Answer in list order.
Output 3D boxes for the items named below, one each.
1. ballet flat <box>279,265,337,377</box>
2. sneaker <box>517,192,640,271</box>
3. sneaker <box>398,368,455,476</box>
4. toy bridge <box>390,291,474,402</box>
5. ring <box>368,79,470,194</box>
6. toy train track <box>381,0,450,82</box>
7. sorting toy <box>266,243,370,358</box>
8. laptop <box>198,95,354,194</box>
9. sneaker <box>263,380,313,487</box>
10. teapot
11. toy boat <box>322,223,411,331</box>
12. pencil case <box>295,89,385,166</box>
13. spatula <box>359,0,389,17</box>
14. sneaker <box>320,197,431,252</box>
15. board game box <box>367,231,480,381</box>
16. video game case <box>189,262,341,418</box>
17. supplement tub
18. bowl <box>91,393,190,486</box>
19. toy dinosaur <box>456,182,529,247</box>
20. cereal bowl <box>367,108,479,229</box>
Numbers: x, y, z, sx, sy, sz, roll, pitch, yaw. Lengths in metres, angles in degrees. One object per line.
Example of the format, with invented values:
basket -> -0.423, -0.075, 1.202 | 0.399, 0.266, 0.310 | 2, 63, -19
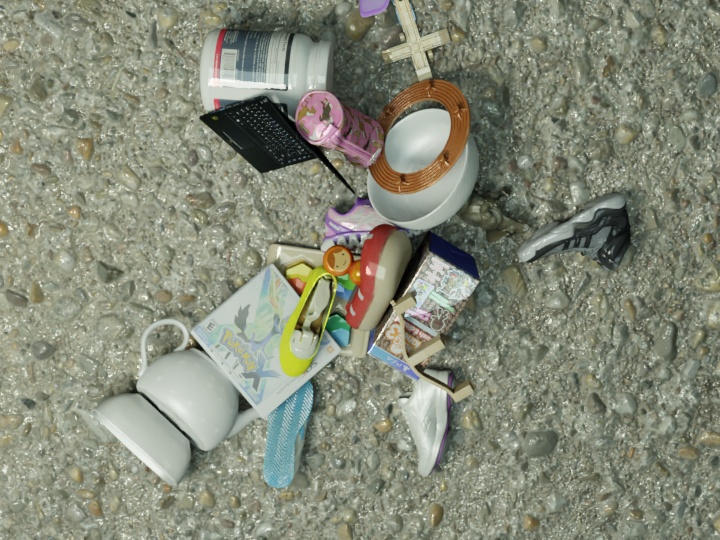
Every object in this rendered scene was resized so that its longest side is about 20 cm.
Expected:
ballet flat -> -0.086, 0.087, 1.581 | 0.066, 0.067, 0.201 | 20, 89, -16
sneaker -> 0.371, -0.039, 1.571 | 0.199, 0.076, 0.114 | -29, 99, 6
sneaker -> 0.114, 0.268, 1.679 | 0.099, 0.075, 0.201 | 9, 101, 15
toy bridge -> 0.103, 0.128, 1.492 | 0.067, 0.027, 0.200 | -32, 104, 10
ring -> 0.088, -0.217, 1.502 | 0.201, 0.201, 0.019 | -48, 137, 13
toy train track -> 0.076, -0.405, 1.521 | 0.114, 0.033, 0.201 | -18, 101, 8
sorting toy -> -0.075, 0.056, 1.645 | 0.199, 0.036, 0.186 | 9, 105, 1
laptop -> -0.131, -0.183, 1.481 | 0.199, 0.104, 0.177 | -11, 148, 27
sneaker -> -0.133, 0.286, 1.691 | 0.076, 0.081, 0.201 | 14, 85, 2
teapot -> -0.286, 0.204, 1.641 | 0.197, 0.200, 0.146 | 27, 64, 31
toy boat -> 0.000, 0.000, 1.525 | 0.130, 0.131, 0.200 | 25, 145, 0
pencil case -> -0.029, -0.217, 1.449 | 0.086, 0.200, 0.083 | 13, 90, 23
spatula -> 0.009, -0.511, 1.499 | 0.056, 0.021, 0.201 | -5, 102, 31
sneaker -> 0.026, -0.085, 1.588 | 0.199, 0.080, 0.089 | -9, 85, 2
board game box -> 0.105, 0.056, 1.571 | 0.097, 0.160, 0.201 | 30, 104, -4
video game case -> -0.160, 0.121, 1.609 | 0.182, 0.022, 0.200 | -40, 102, -9
supplement tub -> -0.148, -0.311, 1.503 | 0.199, 0.140, 0.141 | 5, 104, 2
bowl -> -0.378, 0.290, 1.659 | 0.200, 0.200, 0.075 | 45, 70, -5
toy dinosaur -> 0.189, -0.110, 1.565 | 0.199, 0.077, 0.103 | 31, 138, 9
cereal bowl -> 0.112, -0.156, 1.523 | 0.200, 0.200, 0.083 | -49, 138, 13
